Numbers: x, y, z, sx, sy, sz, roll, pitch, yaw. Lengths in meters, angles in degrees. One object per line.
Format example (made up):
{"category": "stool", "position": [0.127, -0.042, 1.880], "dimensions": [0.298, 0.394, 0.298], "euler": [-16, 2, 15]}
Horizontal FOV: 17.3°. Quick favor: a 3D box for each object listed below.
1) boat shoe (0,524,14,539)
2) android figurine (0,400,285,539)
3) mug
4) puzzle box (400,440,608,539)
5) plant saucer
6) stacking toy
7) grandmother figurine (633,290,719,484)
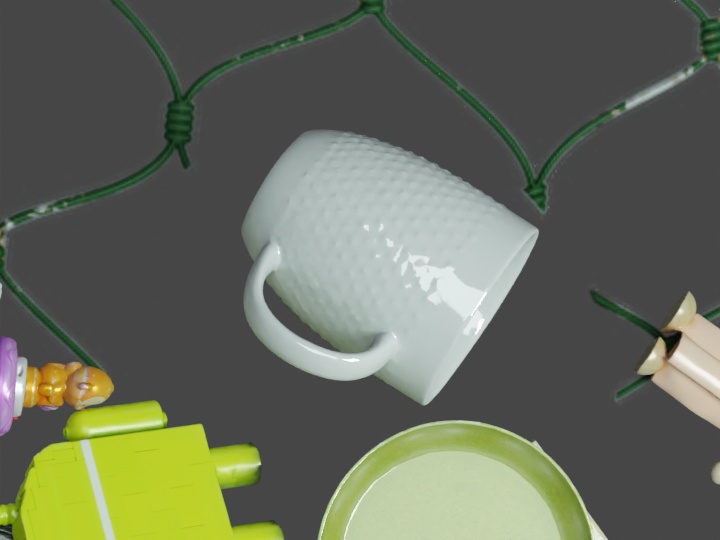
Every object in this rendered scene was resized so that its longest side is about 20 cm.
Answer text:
{"category": "boat shoe", "position": [-0.271, 0.195, 1.647], "dimensions": [0.199, 0.057, 0.069], "euler": [17, 83, -4]}
{"category": "android figurine", "position": [-0.156, 0.175, 1.633], "dimensions": [0.199, 0.041, 0.183], "euler": [-9, 66, -25]}
{"category": "mug", "position": [0.000, 0.000, 1.632], "dimensions": [0.175, 0.148, 0.200], "euler": [33, 47, 8]}
{"category": "puzzle box", "position": [0.084, 0.233, 1.693], "dimensions": [0.200, 0.025, 0.133], "euler": [-37, 89, -8]}
{"category": "plant saucer", "position": [0.066, 0.206, 1.665], "dimensions": [0.199, 0.031, 0.201], "euler": [0, 85, -5]}
{"category": "stacking toy", "position": [-0.271, 0.076, 1.638], "dimensions": [0.199, 0.116, 0.110], "euler": [6, 82, -11]}
{"category": "grandmother figurine", "position": [0.296, 0.107, 1.710], "dimensions": [0.200, 0.061, 0.122], "euler": [33, 91, 1]}
